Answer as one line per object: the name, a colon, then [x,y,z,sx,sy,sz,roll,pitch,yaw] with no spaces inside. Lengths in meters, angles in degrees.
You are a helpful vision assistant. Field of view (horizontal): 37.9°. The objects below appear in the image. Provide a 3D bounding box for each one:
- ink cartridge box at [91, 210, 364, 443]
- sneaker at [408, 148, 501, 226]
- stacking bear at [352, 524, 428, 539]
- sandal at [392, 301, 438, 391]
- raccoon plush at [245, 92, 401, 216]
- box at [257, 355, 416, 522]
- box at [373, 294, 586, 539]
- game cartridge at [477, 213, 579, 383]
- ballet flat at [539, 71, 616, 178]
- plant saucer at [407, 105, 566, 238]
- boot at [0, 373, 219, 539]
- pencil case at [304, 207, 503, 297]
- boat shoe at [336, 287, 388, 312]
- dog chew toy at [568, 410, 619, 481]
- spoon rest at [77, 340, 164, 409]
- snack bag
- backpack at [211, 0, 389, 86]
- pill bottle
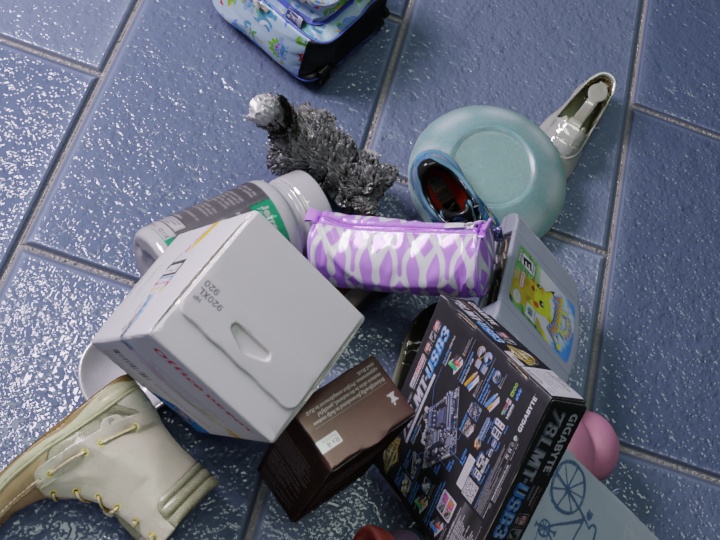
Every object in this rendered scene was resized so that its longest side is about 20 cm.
ink cartridge box: [-0.125,0.054,0.960,0.147,0.200,0.145,44,68,-18]
sneaker: [0.119,-0.050,1.207,0.078,0.090,0.200,-38,90,9]
stacking bear: [0.093,0.312,1.026,0.199,0.121,0.114,10,68,-21]
sandal: [0.068,0.121,1.150,0.080,0.057,0.202,27,74,-3]
raccoon plush: [-0.043,-0.121,1.185,0.134,0.097,0.200,34,15,19]
box: [-0.029,0.167,1.010,0.100,0.200,0.075,-30,77,-27]
box: [0.102,0.155,0.987,0.049,0.201,0.199,13,18,-30]
game cartridge: [0.185,0.042,1.131,0.133,0.040,0.200,49,36,-23]
ballet flat: [0.277,-0.191,1.362,0.069,0.070,0.200,35,60,5]
plant saucer: [0.159,-0.120,1.284,0.200,0.039,0.202,1,72,-4]
boot: [-0.252,0.218,0.999,0.200,0.072,0.155,-41,89,-16]
pencil case: [0.043,-0.019,1.088,0.199,0.086,0.084,2,46,17]
boat shoe: [0.000,0.000,1.183,0.072,0.076,0.200,45,59,13]
dog chew toy: [0.188,0.195,1.106,0.199,0.125,0.125,-3,63,-25]
spoon rest: [-0.192,0.094,1.087,0.199,0.061,0.100,-12,68,-21]
snack bag: [0.210,0.291,1.030,0.200,0.021,0.189,43,61,-24]
backpack: [-0.076,-0.366,1.314,0.200,0.147,0.183,36,57,9]
pill bottle: [-0.134,-0.030,1.138,0.199,0.113,0.113,-27,72,-25]
